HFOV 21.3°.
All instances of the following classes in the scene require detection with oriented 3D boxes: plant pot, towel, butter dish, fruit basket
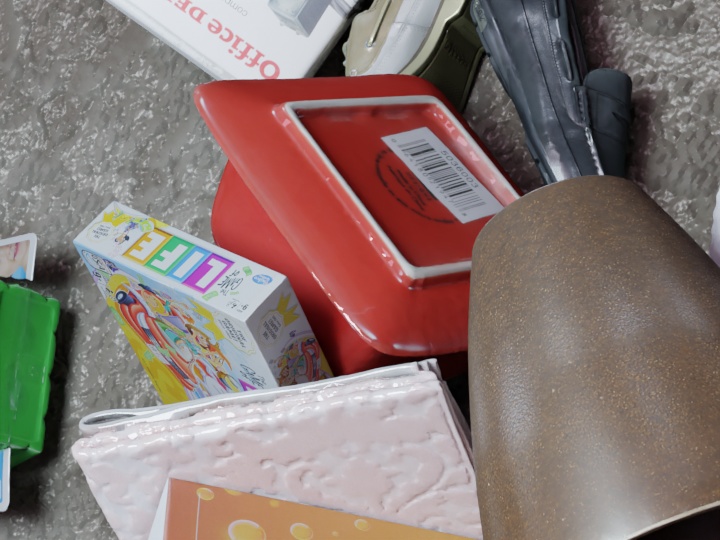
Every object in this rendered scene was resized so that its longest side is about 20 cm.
[{"bbox_3d":[0.126,0.061,0.913,0.187,0.187,0.200,-29,59,19],"label":"plant pot"},{"bbox_3d":[-0.026,0.128,0.995,0.200,0.191,0.032,-11,42,13],"label":"towel"},{"bbox_3d":[0.000,0.000,1.059,0.200,0.199,0.148,53,128,25],"label":"butter dish"},{"bbox_3d":[-0.299,0.072,1.286,0.200,0.094,0.186,-4,72,32],"label":"fruit basket"}]

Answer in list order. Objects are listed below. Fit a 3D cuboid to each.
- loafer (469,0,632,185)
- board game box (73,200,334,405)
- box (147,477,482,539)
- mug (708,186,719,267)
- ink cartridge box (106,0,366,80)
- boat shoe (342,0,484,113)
[{"bbox_3d":[0.127,-0.091,1.110,0.070,0.068,0.201,-25,66,10],"label":"loafer"},{"bbox_3d":[-0.064,0.061,1.029,0.134,0.200,0.034,22,58,39],"label":"board game box"},{"bbox_3d":[-0.013,0.195,0.945,0.125,0.200,0.098,-92,17,-53],"label":"box"},{"bbox_3d":[0.277,-0.017,0.969,0.200,0.148,0.176,17,95,3],"label":"mug"},{"bbox_3d":[-0.053,-0.216,1.208,0.146,0.085,0.200,35,95,-3],"label":"ink cartridge box"},{"bbox_3d":[0.027,-0.127,1.181,0.068,0.075,0.200,26,79,36],"label":"boat shoe"}]
